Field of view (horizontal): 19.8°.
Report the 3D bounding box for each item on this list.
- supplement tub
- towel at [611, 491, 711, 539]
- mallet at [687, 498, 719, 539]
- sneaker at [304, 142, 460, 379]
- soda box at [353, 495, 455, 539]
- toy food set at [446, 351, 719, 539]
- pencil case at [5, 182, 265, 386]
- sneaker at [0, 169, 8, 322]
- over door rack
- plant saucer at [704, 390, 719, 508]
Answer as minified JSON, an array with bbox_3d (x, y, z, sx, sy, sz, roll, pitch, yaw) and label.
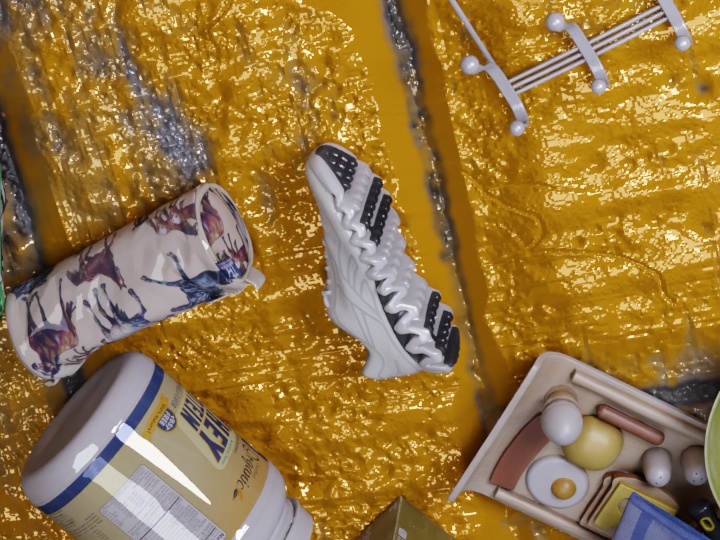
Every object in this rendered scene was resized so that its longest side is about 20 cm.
[{"bbox_3d":[-0.148,0.175,1.603,0.200,0.145,0.144,42,114,-14],"label":"supplement tub"},{"bbox_3d":[0.233,0.288,1.572,0.146,0.024,0.201,31,117,30],"label":"towel"},{"bbox_3d":[0.302,0.259,1.618,0.066,0.041,0.200,-32,112,24],"label":"mallet"},{"bbox_3d":[0.000,0.000,1.540,0.081,0.075,0.201,-17,113,25],"label":"sneaker"},{"bbox_3d":[0.084,0.277,1.666,0.200,0.068,0.064,40,114,-12],"label":"soda box"},{"bbox_3d":[0.187,0.163,1.597,0.199,0.061,0.144,26,117,-8],"label":"toy food set"},{"bbox_3d":[-0.175,0.014,1.563,0.199,0.078,0.090,-26,96,19],"label":"pencil case"},{"bbox_3d":[-0.296,-0.030,1.561,0.077,0.086,0.201,14,133,0],"label":"sneaker"},{"bbox_3d":[0.122,-0.204,1.420,0.147,0.067,0.201,-25,111,18],"label":"over door rack"},{"bbox_3d":[0.352,0.121,1.552,0.198,0.031,0.202,-2,108,-5],"label":"plant saucer"}]
